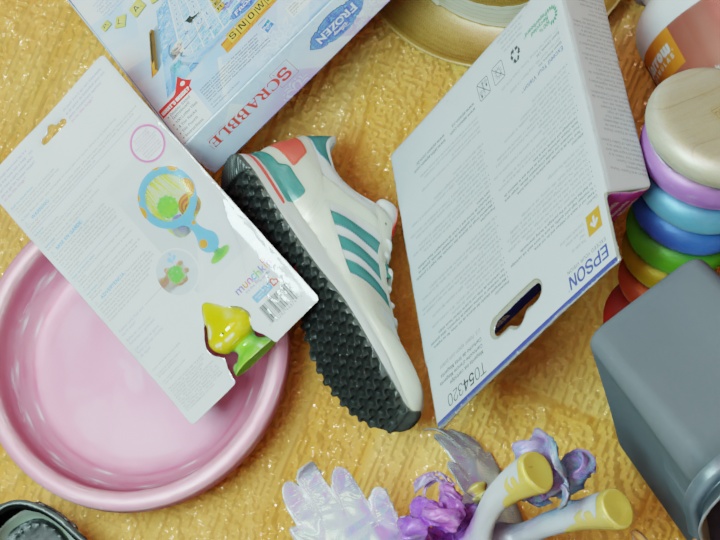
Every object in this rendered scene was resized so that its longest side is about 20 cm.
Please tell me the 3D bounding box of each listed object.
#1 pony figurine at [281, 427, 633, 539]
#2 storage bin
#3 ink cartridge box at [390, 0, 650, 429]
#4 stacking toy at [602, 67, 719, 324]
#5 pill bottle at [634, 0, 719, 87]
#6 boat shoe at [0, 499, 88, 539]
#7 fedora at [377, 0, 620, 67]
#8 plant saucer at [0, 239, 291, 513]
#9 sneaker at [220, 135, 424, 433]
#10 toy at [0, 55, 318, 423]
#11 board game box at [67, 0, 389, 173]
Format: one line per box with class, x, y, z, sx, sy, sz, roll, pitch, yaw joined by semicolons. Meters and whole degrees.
pony figurine;0.071;0.170;1.544;0.166;0.200;0.194;-16;75;-38
storage bin;0.201;0.097;1.531;0.145;0.200;0.134;-36;61;-7
ink cartridge box;0.094;-0.037;1.575;0.043;0.196;0.201;9;55;-30
stacking toy;0.187;-0.022;1.570;0.085;0.201;0.086;6;49;-6
pill bottle;0.235;-0.122;1.618;0.112;0.112;0.201;-28;72;3
boat shoe;-0.161;0.222;1.639;0.074;0.063;0.201;-41;73;-3
fedora;0.079;-0.228;1.692;0.199;0.082;0.202;-3;75;11
plant saucer;-0.138;0.054;1.682;0.199;0.051;0.202;-3;75;11
sneaker;0.000;0.000;1.639;0.093;0.070;0.200;-24;72;-31
toy;-0.123;-0.019;1.641;0.115;0.047;0.200;-44;78;17
board game box;-0.077;-0.194;1.692;0.200;0.041;0.200;-43;51;6
